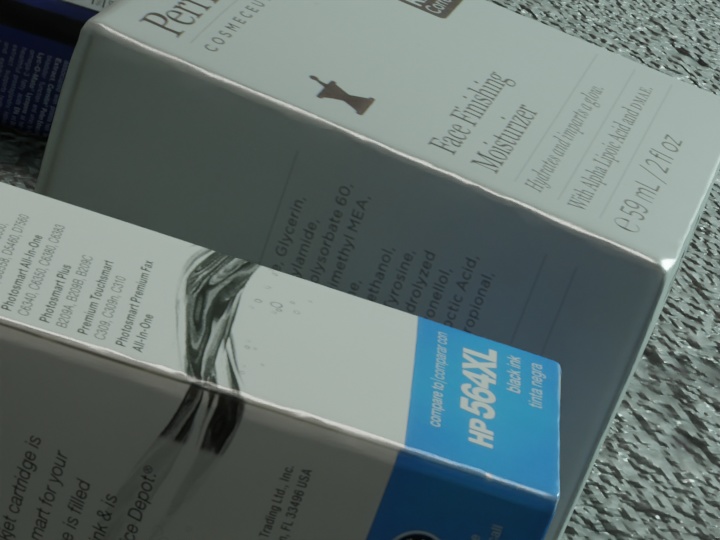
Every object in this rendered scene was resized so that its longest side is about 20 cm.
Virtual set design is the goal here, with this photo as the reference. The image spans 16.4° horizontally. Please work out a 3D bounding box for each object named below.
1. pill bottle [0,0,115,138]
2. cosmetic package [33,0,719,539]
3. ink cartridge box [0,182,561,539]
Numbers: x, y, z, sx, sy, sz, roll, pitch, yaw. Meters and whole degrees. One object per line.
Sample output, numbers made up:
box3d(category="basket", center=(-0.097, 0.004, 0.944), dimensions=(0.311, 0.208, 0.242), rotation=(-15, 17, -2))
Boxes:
box3d(category="pill bottle", center=(-0.118, -0.109, 1.038), dimensions=(0.200, 0.112, 0.112), rotation=(17, 27, -8))
box3d(category="cosmetic package", center=(0.000, 0.000, 0.857), dimensions=(0.200, 0.165, 0.165), rotation=(23, 26, 6))
box3d(category="ink cartridge box", center=(-0.060, 0.071, 0.705), dimensions=(0.200, 0.146, 0.084), rotation=(19, 28, -4))
